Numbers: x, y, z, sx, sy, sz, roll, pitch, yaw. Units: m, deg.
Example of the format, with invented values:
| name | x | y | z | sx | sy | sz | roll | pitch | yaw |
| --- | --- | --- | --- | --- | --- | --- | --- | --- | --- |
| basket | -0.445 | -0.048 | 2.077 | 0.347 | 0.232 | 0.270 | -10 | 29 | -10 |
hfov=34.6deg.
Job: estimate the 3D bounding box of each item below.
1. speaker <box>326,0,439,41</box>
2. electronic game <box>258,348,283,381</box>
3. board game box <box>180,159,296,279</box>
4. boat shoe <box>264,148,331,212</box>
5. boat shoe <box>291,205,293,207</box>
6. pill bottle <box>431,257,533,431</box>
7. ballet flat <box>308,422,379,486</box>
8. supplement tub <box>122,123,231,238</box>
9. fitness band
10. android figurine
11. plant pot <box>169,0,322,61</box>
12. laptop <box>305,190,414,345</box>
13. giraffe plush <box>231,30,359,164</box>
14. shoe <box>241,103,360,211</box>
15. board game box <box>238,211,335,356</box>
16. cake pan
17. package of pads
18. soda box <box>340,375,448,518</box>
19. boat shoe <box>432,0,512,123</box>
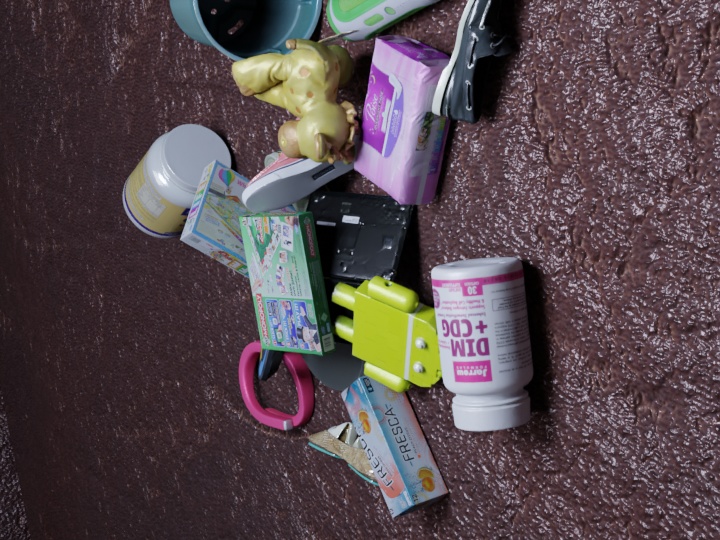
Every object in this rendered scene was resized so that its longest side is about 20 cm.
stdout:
| name | x | y | z | sx | sy | sz | roll | pitch | yaw |
| --- | --- | --- | --- | --- | --- | --- | --- | --- | --- |
| speaker | 0.038 | -0.363 | 1.500 | 0.200 | 0.088 | 0.089 | -14 | 86 | 56 |
| electronic game | -0.138 | 0.077 | 1.840 | 0.200 | 0.042 | 0.200 | -169 | 90 | -83 |
| board game box | -0.161 | -0.059 | 1.730 | 0.034 | 0.200 | 0.135 | -27 | 40 | 47 |
| boat shoe | -0.063 | -0.100 | 1.729 | 0.201 | 0.061 | 0.072 | 57 | 151 | -1 |
| boat shoe | -0.157 | -0.074 | 1.852 | 0.200 | 0.093 | 0.075 | -41 | 65 | 52 |
| pill bottle | 0.153 | 0.089 | 1.422 | 0.113 | 0.113 | 0.200 | 0 | 99 | 56 |
| ballet flat | -0.007 | 0.270 | 1.763 | 0.200 | 0.070 | 0.065 | 19 | 86 | 50 |
| supplement tub | -0.321 | -0.157 | 2.028 | 0.200 | 0.145 | 0.146 | -37 | 68 | 53 |
| fitness band | -0.145 | 0.192 | 1.956 | 0.200 | 0.037 | 0.144 | 7 | 104 | 54 |
| android figurine | 0.049 | 0.090 | 1.576 | 0.200 | 0.041 | 0.182 | 26 | 135 | 23 |
| plant pot | -0.190 | -0.413 | 1.741 | 0.196 | 0.200 | 0.201 | 21 | 116 | 60 |
| laptop | 0.000 | 0.000 | 1.650 | 0.177 | 0.103 | 0.200 | 7 | 76 | 32 |
| giraffe plush | -0.062 | -0.218 | 1.565 | 0.200 | 0.172 | 0.162 | -12 | 89 | 50 |
| shoe | -0.089 | -0.164 | 1.666 | 0.091 | 0.200 | 0.071 | 63 | 180 | 31 |
| board game box | -0.105 | 0.017 | 1.640 | 0.134 | 0.029 | 0.200 | 3 | 106 | 47 |
| cake pan | -0.038 | 0.095 | 1.752 | 0.200 | 0.037 | 0.201 | 25 | 124 | 45 |
| package of pads | 0.059 | -0.198 | 1.519 | 0.120 | 0.076 | 0.200 | 39 | 129 | 43 |
| soda box | 0.047 | 0.247 | 1.654 | 0.064 | 0.068 | 0.200 | -47 | 61 | 50 |
| boat shoe | 0.148 | -0.265 | 1.384 | 0.066 | 0.074 | 0.200 | 29 | 117 | 15 |
